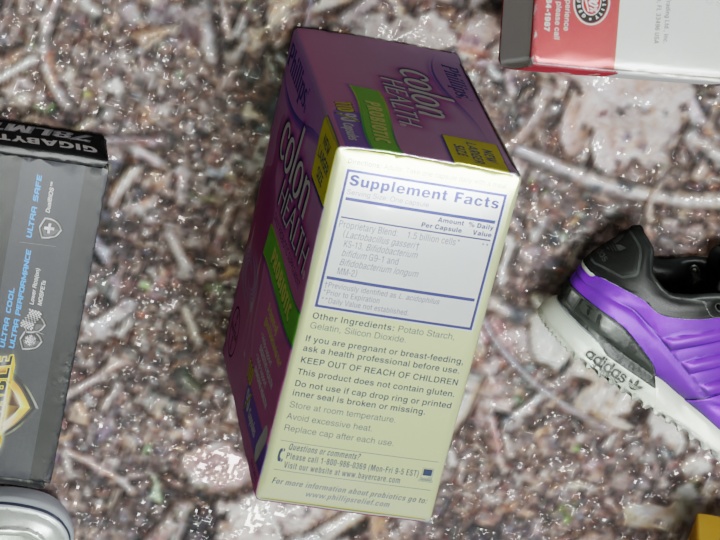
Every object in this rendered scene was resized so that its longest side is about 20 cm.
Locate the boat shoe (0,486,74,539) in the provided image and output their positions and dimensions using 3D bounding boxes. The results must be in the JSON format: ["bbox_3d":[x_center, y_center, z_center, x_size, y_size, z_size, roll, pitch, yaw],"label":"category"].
[{"bbox_3d":[-0.257,0.180,1.624,0.201,0.086,0.075,-12,115,-2],"label":"boat shoe"}]

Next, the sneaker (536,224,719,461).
[{"bbox_3d":[0.205,0.043,1.641,0.200,0.070,0.100,32,103,-21],"label":"sneaker"}]

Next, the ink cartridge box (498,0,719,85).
[{"bbox_3d":[0.181,-0.169,1.511,0.199,0.083,0.147,4,92,-10],"label":"ink cartridge box"}]

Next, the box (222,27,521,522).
[{"bbox_3d":[0.000,0.000,1.531,0.096,0.176,0.201,9,113,-13],"label":"box"}]

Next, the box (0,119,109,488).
[{"bbox_3d":[-0.249,0.010,1.571,0.198,0.050,0.201,8,112,-13],"label":"box"}]

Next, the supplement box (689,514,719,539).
[{"bbox_3d":[0.263,0.273,1.672,0.197,0.133,0.200,11,127,-3],"label":"supplement box"}]
